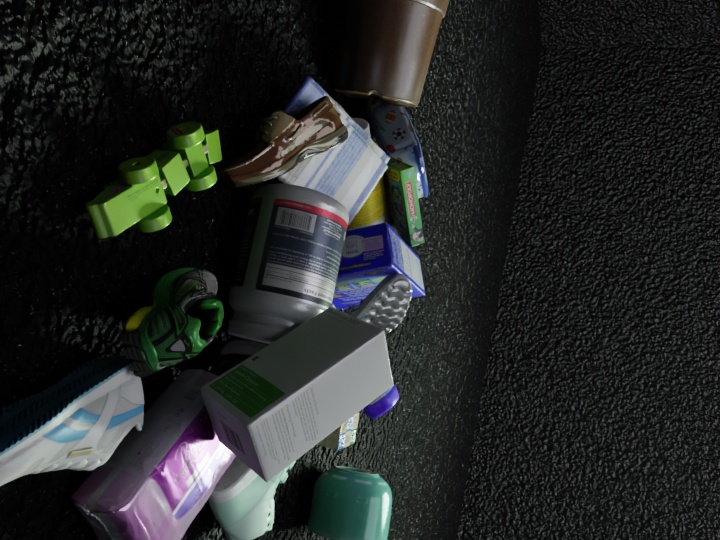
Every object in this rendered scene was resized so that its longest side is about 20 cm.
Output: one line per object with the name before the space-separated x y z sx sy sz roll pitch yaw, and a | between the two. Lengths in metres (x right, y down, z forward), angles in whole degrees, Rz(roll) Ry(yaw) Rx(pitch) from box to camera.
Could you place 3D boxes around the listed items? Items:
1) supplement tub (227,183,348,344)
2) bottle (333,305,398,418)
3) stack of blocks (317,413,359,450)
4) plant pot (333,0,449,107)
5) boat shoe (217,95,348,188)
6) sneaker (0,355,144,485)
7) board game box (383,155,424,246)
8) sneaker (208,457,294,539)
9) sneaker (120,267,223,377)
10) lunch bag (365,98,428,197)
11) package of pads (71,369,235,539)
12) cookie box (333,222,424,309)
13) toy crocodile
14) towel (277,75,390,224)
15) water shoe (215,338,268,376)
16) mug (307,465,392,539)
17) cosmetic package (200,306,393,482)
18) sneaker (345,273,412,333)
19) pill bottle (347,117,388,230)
supplement tub | -0.099 -0.002 0.833 0.140 0.138 0.203 33 66 -65
bottle | -0.011 0.155 1.066 0.201 0.065 0.083 56 11 3
stack of blocks | -0.032 0.224 1.168 0.115 0.058 0.204 16 82 -68
plant pot | 0.043 -0.385 1.022 0.200 0.197 0.202 -18 121 -65
boat shoe | -0.106 -0.173 0.817 0.199 0.075 0.075 -35 115 -33
sneaker | -0.265 0.147 0.550 0.200 0.075 0.082 -34 120 -62
board game box | 0.046 -0.138 1.095 0.029 0.200 0.136 -21 118 -17
sneaker | -0.134 0.304 0.900 0.199 0.073 0.120 -32 121 -43
sneaker | -0.182 0.050 0.669 0.200 0.084 0.079 -94 173 -69
lunch bag | 0.071 -0.236 1.167 0.161 0.074 0.203 59 14 -65
package of pads | -0.217 0.221 0.693 0.201 0.074 0.122 -56 145 -49
cookie box | 0.000 0.000 1.022 0.200 0.168 0.077 37 45 -65
toy crocodile | -0.210 -0.101 0.649 0.201 0.061 0.068 -54 145 -42
towel | -0.052 -0.166 0.910 0.199 0.024 0.148 39 80 -37
water shoe | -0.097 0.152 0.834 0.072 0.197 0.080 120 -19 -65
mug | -0.027 0.431 1.157 0.151 0.183 0.116 21 73 -42
cosmetic package | -0.068 0.135 0.717 0.199 0.107 0.086 -33 124 -34
sneaker | 0.002 0.072 0.965 0.074 0.083 0.201 19 121 -38
pill bottle | -0.014 -0.144 1.035 0.112 0.110 0.203 -56 146 -48
